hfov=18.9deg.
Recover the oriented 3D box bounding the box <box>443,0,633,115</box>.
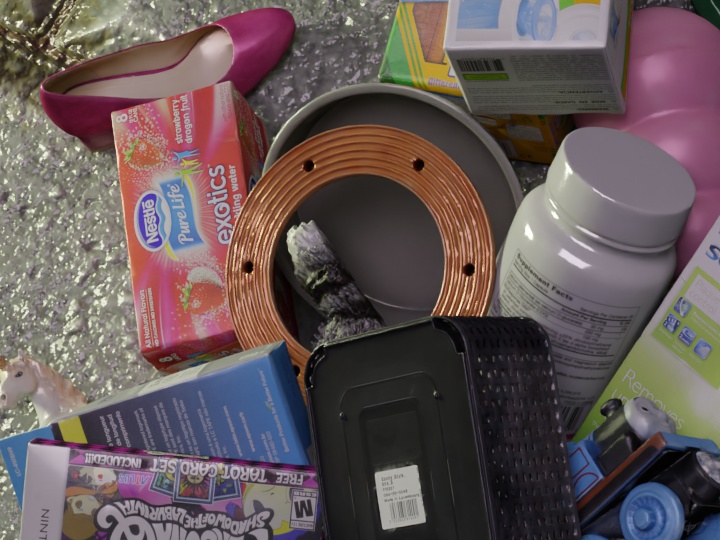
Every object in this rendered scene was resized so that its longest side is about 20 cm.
[{"bbox_3d":[0.128,-0.217,1.467,0.112,0.101,0.201,1,69,15],"label":"box"}]

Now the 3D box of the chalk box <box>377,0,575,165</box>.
[{"bbox_3d":[0.106,-0.196,1.588,0.124,0.124,0.201,9,73,18],"label":"chalk box"}]

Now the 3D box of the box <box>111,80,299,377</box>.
[{"bbox_3d":[-0.115,-0.025,1.600,0.099,0.095,0.201,-13,68,11],"label":"box"}]

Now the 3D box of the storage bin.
[{"bbox_3d":[0.052,0.135,1.361,0.135,0.094,0.201,-15,78,39],"label":"storage bin"}]

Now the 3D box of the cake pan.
[{"bbox_3d":[0.027,-0.044,1.541,0.199,0.037,0.201,8,116,16],"label":"cake pan"}]

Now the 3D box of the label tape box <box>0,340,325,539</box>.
[{"bbox_3d":[-0.125,0.146,1.461,0.199,0.066,0.144,-18,95,11],"label":"label tape box"}]

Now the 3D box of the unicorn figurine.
[{"bbox_3d":[-0.202,0.129,1.588,0.199,0.074,0.138,6,62,2],"label":"unicorn figurine"}]

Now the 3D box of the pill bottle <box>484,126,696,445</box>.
[{"bbox_3d":[0.144,0.011,1.453,0.113,0.113,0.200,39,127,24],"label":"pill bottle"}]

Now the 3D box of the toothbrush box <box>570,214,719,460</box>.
[{"bbox_3d":[0.256,0.080,1.424,0.146,0.086,0.200,41,112,24],"label":"toothbrush box"}]

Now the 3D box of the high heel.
[{"bbox_3d":[-0.148,-0.161,1.659,0.199,0.096,0.068,-23,66,6],"label":"high heel"}]

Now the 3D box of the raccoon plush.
[{"bbox_3d":[-0.031,0.084,1.536,0.134,0.097,0.200,-35,70,6],"label":"raccoon plush"}]

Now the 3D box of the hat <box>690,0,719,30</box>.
[{"bbox_3d":[0.359,-0.255,1.601,0.166,0.176,0.200,47,125,22],"label":"hat"}]

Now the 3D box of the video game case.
[{"bbox_3d":[-0.126,0.209,1.404,0.199,0.036,0.182,6,92,1],"label":"video game case"}]

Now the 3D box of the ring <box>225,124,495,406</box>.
[{"bbox_3d":[0.000,0.000,1.481,0.200,0.019,0.201,-4,79,23],"label":"ring"}]

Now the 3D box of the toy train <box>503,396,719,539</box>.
[{"bbox_3d":[0.149,0.167,1.397,0.200,0.087,0.114,-47,57,25],"label":"toy train"}]

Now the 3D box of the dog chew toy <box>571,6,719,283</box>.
[{"bbox_3d":[0.219,-0.082,1.517,0.124,0.125,0.201,-15,69,9],"label":"dog chew toy"}]
